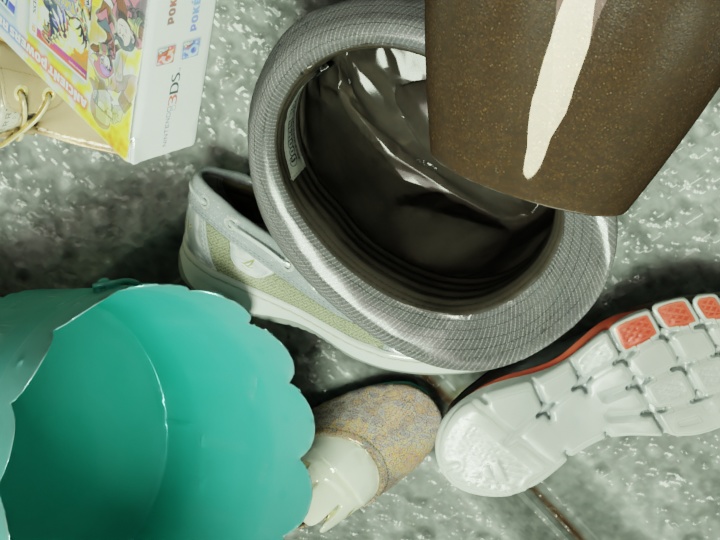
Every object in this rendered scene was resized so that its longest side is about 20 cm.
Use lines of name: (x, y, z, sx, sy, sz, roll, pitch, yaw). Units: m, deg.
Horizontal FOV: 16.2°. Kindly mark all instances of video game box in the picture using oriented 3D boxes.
video game box: (-0.135, -0.179, 1.181, 0.200, 0.047, 0.182, 44, 135, 35)

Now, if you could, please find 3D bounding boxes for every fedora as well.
fedora: (0.041, -0.058, 1.268, 0.200, 0.090, 0.177, 41, 123, -6)

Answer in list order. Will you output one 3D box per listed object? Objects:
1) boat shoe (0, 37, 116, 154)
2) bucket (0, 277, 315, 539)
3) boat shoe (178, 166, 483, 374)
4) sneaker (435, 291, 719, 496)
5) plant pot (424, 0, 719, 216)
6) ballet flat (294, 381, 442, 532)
boat shoe: (-0.191, -0.099, 1.315, 0.200, 0.069, 0.074, 23, 136, -15)
bucket: (-0.139, 0.101, 1.353, 0.135, 0.207, 0.207, 8, 133, 52)
boat shoe: (0.000, -0.001, 1.341, 0.202, 0.074, 0.065, 18, 130, 13)
sneaker: (0.130, 0.052, 1.343, 0.200, 0.082, 0.077, -18, 107, 2)
plant pot: (0.103, -0.132, 1.111, 0.187, 0.187, 0.200, 18, 104, 5)
ballet flat: (-0.039, 0.127, 1.441, 0.200, 0.067, 0.068, -29, 112, 30)
